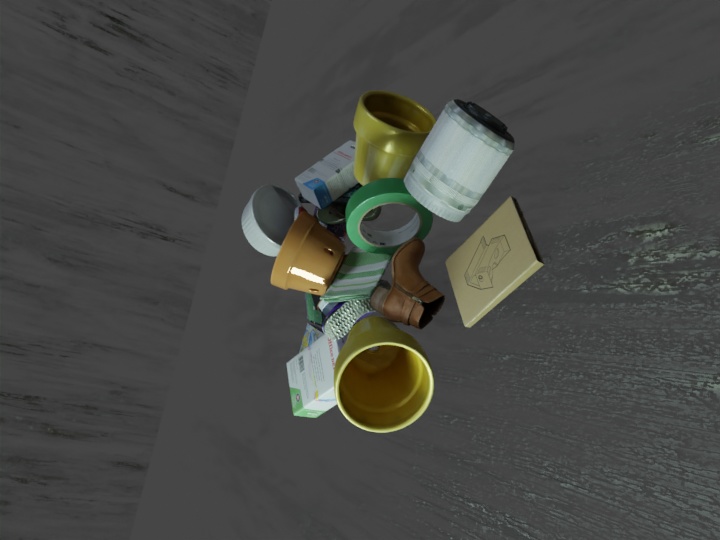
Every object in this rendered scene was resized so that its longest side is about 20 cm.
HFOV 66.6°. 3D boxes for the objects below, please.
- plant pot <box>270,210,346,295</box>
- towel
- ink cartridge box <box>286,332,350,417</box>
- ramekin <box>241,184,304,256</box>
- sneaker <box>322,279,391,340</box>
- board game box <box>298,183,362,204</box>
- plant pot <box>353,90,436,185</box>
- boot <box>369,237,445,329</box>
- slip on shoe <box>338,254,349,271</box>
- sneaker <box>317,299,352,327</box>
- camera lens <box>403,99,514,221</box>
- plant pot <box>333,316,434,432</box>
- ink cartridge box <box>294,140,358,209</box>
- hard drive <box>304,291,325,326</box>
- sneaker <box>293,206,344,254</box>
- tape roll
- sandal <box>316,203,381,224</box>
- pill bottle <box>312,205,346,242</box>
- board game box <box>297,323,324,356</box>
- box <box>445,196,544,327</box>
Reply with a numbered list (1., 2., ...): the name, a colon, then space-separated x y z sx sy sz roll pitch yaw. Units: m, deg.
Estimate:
1. plant pot: -0.123 -0.027 1.388 0.200 0.138 0.204 90 -154 -88
2. towel: 0.000 0.000 1.322 0.150 0.024 0.201 -9 34 36
3. ink cartridge box: -0.090 0.259 1.379 0.199 0.083 0.147 -38 50 32
4. ramekin: -0.249 -0.135 1.569 0.093 0.200 0.207 -30 48 40
5. sneaker: -0.016 0.087 1.324 0.198 0.070 0.099 -34 9 -15
6. board game box: -0.066 -0.239 1.537 0.196 0.028 0.136 5 48 33
7. plant pot: 0.067 -0.308 1.354 0.203 0.196 0.191 -104 26 -45
8. boot: 0.122 0.026 1.187 0.154 0.077 0.201 20 64 46
9. slip on shoe: -0.035 -0.014 1.487 0.199 0.061 0.075 -24 26 56
10. sneaker: -0.007 0.071 1.401 0.199 0.070 0.109 -39 68 10
11. camera lens: 0.198 -0.222 1.097 0.202 0.157 0.161 -58 31 25
12. plant pot: 0.038 0.195 1.137 0.204 0.197 0.189 -64 14 15
13. ink cartridge box: -0.066 -0.262 1.484 0.199 0.067 0.115 -37 38 -14
14. hard drive: -0.105 0.086 1.550 0.199 0.037 0.144 6 103 61
15. sneaker: -0.113 -0.107 1.519 0.111 0.071 0.204 -28 70 23
16. tape roll: 0.064 -0.118 1.237 0.200 0.197 0.049 -45 37 39
17. sandal: -0.037 -0.175 1.516 0.197 0.057 0.082 -3 78 28
18. pill bottle: -0.088 -0.144 1.621 0.112 0.110 0.205 5 80 61
19. board game box: -0.119 0.240 1.539 0.199 0.034 0.139 16 89 62
20. box: 0.246 -0.015 1.038 0.200 0.021 0.166 -48 36 37
